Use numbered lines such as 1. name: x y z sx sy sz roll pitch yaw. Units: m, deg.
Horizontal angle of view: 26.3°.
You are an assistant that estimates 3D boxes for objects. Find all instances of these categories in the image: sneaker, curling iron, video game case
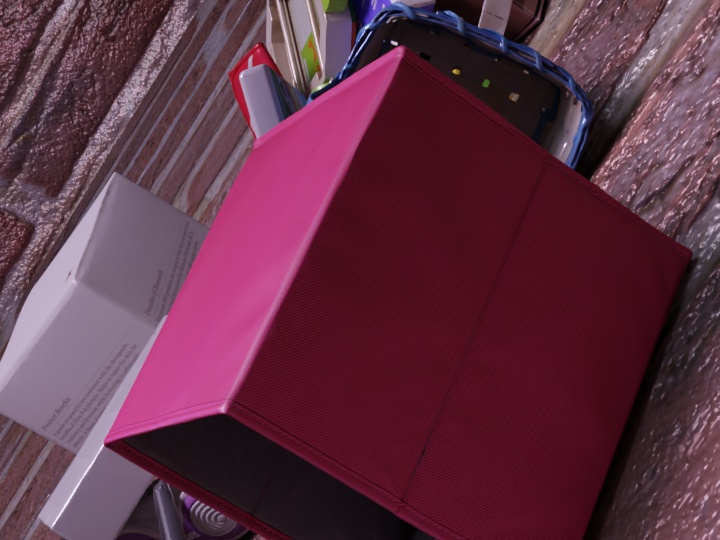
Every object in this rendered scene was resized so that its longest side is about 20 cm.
1. sneaker: -0.130 0.185 1.223 0.199 0.075 0.100 -34 22 39
2. curling iron: -0.132 0.229 1.094 0.026 0.049 0.201 103 161 -46
3. video game case: -0.026 -0.025 0.992 0.022 0.202 0.182 -18 -1 5

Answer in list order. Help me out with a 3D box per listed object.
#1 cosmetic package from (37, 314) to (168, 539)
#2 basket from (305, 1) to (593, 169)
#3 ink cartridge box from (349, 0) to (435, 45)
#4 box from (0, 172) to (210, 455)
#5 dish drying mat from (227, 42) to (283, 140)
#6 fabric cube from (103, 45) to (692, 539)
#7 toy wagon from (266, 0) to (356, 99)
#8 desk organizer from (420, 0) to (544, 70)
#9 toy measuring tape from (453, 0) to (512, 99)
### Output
1. cosmetic package: -0.179 0.127 1.227 0.201 0.051 0.151 -59 12 -12
2. basket: 0.058 -0.080 0.945 0.200 0.175 0.140 -66 0 -77
3. ink cartridge box: 0.007 -0.168 1.251 0.199 0.043 0.201 106 151 -45
4. box: -0.246 0.057 1.573 0.199 0.170 0.201 -48 20 32
5. dish drying mat: -0.052 -0.083 1.258 0.018 0.202 0.077 -24 -2 -31
6. fabric cube: 0.016 0.043 0.802 0.196 0.199 0.201 -24 37 62
7. toy wagon: -0.038 -0.201 1.249 0.200 0.039 0.157 131 129 -63
8. desk organizer: 0.065 -0.194 1.264 0.200 0.077 0.072 -40 25 48
9. toy measuring tape: 0.088 -0.136 1.093 0.073 0.073 0.202 -20 50 64
